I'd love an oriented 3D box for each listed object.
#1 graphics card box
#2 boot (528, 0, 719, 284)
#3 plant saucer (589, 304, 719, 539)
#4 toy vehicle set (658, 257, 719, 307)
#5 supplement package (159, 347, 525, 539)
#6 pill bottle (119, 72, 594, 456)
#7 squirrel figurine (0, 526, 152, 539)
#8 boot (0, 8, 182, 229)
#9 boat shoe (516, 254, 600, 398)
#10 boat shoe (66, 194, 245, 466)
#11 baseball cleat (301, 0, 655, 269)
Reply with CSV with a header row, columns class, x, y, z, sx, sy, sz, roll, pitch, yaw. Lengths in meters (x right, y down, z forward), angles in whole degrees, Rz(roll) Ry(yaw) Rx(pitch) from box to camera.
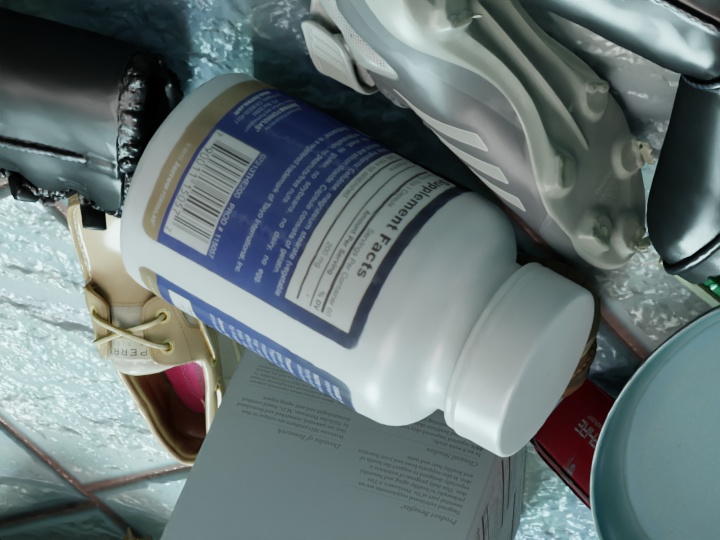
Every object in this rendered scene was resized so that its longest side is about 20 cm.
class,x,y,z,sx,sy,sz,roll,pitch,yaw
graphics card box,0.187,0.143,1.088,0.200,0.051,0.125,39,-178,-19
boot,0.120,-0.094,0.858,0.162,0.074,0.198,27,137,-9
plant saucer,0.200,0.086,0.972,0.199,0.027,0.201,-1,119,-2
toy vehicle set,0.249,0.022,0.976,0.200,0.027,0.124,36,142,-18
supplement package,-0.012,0.156,1.139,0.151,0.201,0.151,14,143,13
pill bottle,0.000,0.000,0.970,0.199,0.111,0.111,29,147,20
squirrel figurine,-0.181,0.253,1.416,0.186,0.142,0.200,23,147,-11
boot,-0.168,-0.104,0.988,0.162,0.074,0.199,19,151,10
boat shoe,0.019,0.023,1.062,0.199,0.072,0.068,13,144,14
boat shoe,-0.106,0.028,1.138,0.073,0.069,0.200,2,139,26
baseball cleat,0.048,-0.079,0.937,0.106,0.070,0.200,1,136,48
